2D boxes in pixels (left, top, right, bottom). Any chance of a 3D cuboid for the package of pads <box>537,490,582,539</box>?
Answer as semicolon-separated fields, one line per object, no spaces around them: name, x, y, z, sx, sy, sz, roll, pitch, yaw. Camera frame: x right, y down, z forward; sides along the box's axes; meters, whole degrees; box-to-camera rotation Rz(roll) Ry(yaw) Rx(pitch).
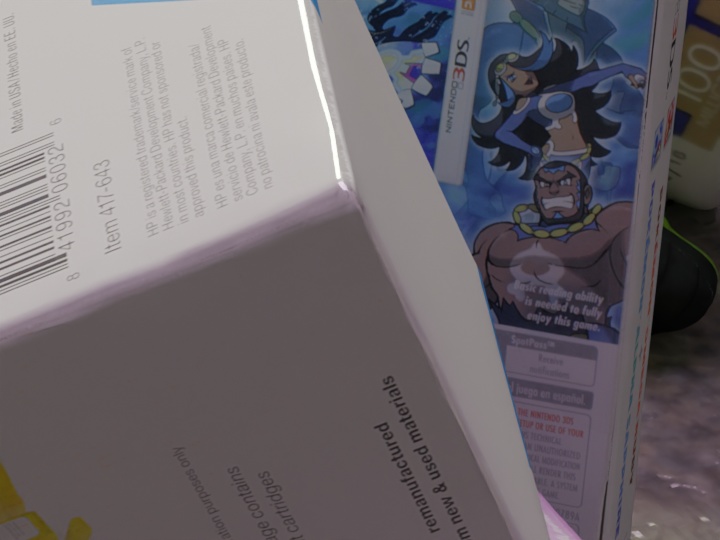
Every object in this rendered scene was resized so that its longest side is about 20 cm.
package of pads;0.014;0.109;0.603;0.120;0.076;0.200;-12;32;-23

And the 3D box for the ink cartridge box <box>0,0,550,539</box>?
ink cartridge box;-0.079;0.029;0.561;0.199;0.126;0.129;-21;38;7

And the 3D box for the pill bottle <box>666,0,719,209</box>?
pill bottle;0.034;-0.109;0.823;0.199;0.120;0.120;24;31;-1

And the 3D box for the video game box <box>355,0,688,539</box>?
video game box;-0.025;-0.020;0.719;0.199;0.183;0.047;11;29;14

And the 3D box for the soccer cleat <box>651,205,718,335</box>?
soccer cleat;0.000;0.000;0.815;0.199;0.068;0.082;13;69;-8

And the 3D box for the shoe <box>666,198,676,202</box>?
shoe;0.074;-0.093;0.966;0.090;0.072;0.201;8;34;-2
